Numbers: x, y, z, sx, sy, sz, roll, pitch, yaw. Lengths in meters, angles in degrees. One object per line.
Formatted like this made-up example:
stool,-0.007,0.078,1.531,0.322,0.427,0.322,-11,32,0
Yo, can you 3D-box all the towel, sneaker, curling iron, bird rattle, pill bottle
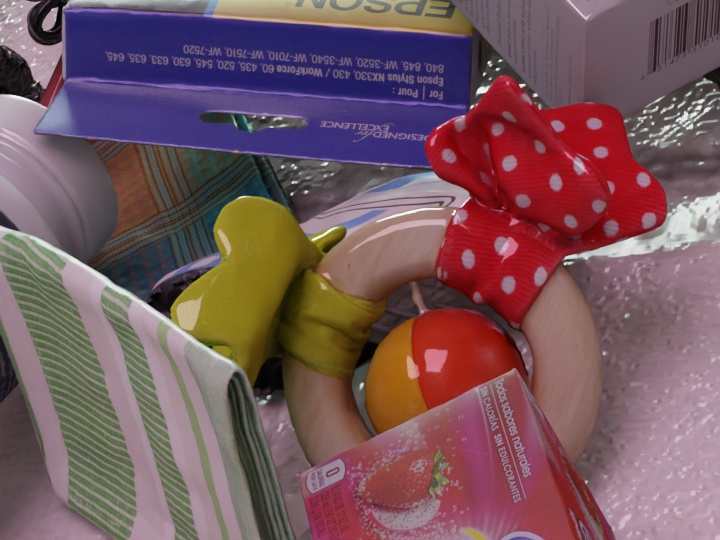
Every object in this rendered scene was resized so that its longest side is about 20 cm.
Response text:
towel,-0.111,-0.027,1.214,0.146,0.022,0.200,-30,39,3
sneaker,0.000,0.000,1.081,0.199,0.072,0.073,-15,26,20
towel,-0.090,0.068,1.004,0.023,0.153,0.200,-29,35,-24
curling iron,-0.168,-0.064,1.219,0.026,0.049,0.201,28,101,64
bird rattle,0.033,0.021,0.989,0.199,0.164,0.113,-19,-1,5
pill bottle,-0.200,0.015,1.112,0.119,0.120,0.200,5,40,37

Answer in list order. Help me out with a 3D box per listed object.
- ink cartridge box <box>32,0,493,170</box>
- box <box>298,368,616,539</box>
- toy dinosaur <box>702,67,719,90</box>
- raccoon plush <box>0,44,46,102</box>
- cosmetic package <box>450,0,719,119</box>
ink cartridge box,-0.033,-0.124,1.167,0.197,0.047,0.200,5,33,12
box,0.053,0.146,0.864,0.095,0.100,0.200,-26,39,9
toy dinosaur,0.157,-0.149,1.143,0.088,0.047,0.200,-39,36,3
raccoon plush,-0.217,-0.026,1.244,0.133,0.097,0.201,-11,73,28
cosmetic package,0.080,-0.164,1.058,0.112,0.081,0.200,-28,56,-16
